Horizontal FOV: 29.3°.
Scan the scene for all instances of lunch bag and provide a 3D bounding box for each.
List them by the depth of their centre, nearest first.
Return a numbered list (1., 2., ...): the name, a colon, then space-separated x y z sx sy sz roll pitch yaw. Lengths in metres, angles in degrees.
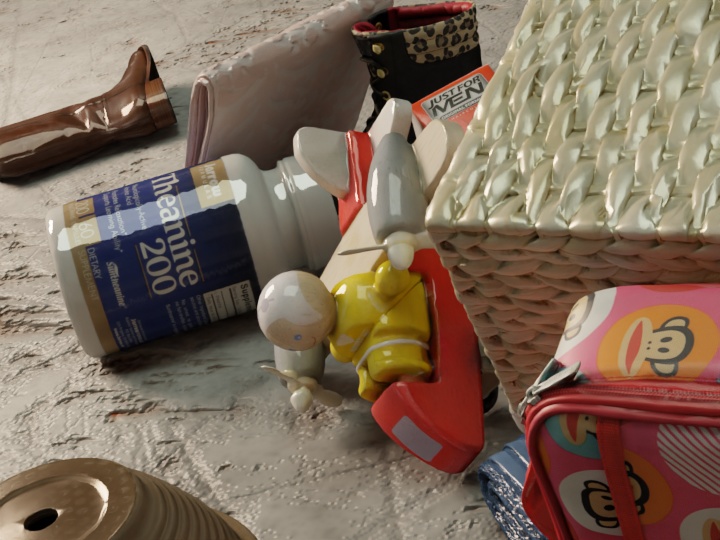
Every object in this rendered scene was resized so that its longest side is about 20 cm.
1. lunch bag: 0.144 0.093 0.538 0.174 0.201 0.082 2 44 29

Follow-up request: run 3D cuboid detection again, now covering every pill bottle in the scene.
1. pill bottle: -0.116 -0.018 0.987 0.197 0.112 0.111 -17 26 -6

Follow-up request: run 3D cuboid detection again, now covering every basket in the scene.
1. basket: 0.158 -0.034 0.612 0.196 0.161 0.202 4 54 38

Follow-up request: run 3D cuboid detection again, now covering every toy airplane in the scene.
1. toy airplane: 0.000 0.000 0.796 0.140 0.203 0.198 -14 22 -29

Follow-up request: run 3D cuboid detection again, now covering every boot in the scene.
1. boot: 0.016 -0.120 1.076 0.197 0.152 0.073 -10 28 3
2. boot: -0.298 -0.161 1.423 0.198 0.065 0.187 -22 25 -5

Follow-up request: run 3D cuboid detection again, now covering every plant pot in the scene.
1. plant pot: -0.144 0.160 0.677 0.198 0.094 0.202 -11 27 6

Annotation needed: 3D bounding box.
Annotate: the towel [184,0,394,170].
1. towel: -0.066 -0.119 1.092 0.032 0.192 0.199 40 50 18

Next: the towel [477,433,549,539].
1. towel: 0.166 0.097 0.697 0.198 0.049 0.112 -21 27 -12

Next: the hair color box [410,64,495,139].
1. hair color box: 0.105 -0.018 0.807 0.061 0.102 0.201 -28 52 -7
